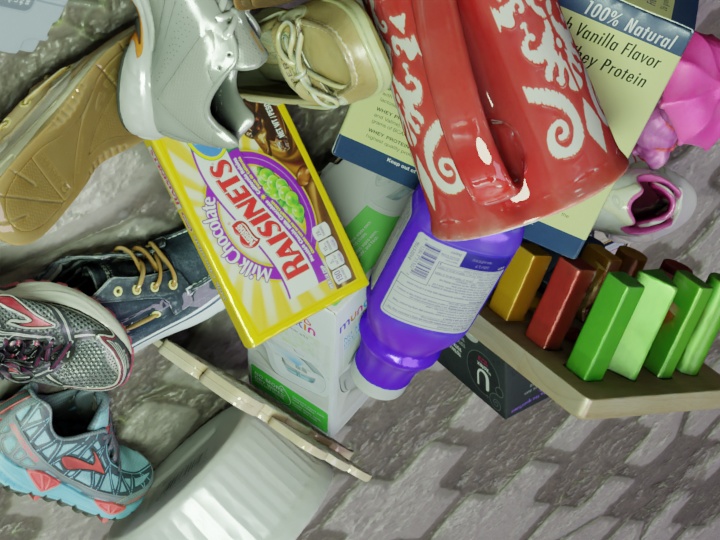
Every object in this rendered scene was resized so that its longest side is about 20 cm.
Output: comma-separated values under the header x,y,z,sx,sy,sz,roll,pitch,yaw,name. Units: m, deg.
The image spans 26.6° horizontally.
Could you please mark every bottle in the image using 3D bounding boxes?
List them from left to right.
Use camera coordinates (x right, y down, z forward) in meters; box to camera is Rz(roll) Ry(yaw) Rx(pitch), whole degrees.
x,y,z,sx,sy,sz,roll,pitch,yaw,name
0.048,0.016,1.110,0.083,0.065,0.200,15,133,-13,bottle

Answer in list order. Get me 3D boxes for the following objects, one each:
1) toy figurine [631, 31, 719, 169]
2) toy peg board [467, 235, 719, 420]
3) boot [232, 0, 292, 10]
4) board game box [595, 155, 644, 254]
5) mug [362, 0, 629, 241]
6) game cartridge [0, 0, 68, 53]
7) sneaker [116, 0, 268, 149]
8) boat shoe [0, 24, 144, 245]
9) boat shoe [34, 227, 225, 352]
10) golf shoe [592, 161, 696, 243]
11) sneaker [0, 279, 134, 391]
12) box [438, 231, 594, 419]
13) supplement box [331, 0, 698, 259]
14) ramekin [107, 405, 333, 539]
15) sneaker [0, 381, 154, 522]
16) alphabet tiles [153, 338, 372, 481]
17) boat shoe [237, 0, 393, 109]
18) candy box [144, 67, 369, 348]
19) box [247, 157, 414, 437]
x,y,z,sx,sy,sz,roll,pitch,yaw,name
0.223,-0.157,1.253,0.150,0.184,0.201,-13,139,-36,toy figurine
0.181,0.017,1.183,0.199,0.199,0.098,2,118,-45,toy peg board
-0.075,-0.236,0.870,0.076,0.156,0.200,-18,173,29,boot
0.211,-0.037,1.513,0.151,0.046,0.201,-18,141,-32,board game box
0.079,-0.134,0.933,0.133,0.177,0.201,-23,102,-10,mug
-0.203,-0.221,0.874,0.133,0.040,0.200,2,128,-52,game cartridge
-0.097,-0.166,0.937,0.076,0.092,0.201,-49,149,-48,sneaker
-0.191,-0.101,0.997,0.200,0.069,0.074,-49,135,-30,boat shoe
-0.164,0.008,1.153,0.200,0.071,0.091,-34,151,-6,boat shoe
0.241,-0.053,1.288,0.199,0.091,0.076,-2,103,-48,golf shoe
-0.250,0.048,1.054,0.199,0.075,0.081,20,117,-30,sneaker
0.137,0.012,1.390,0.106,0.122,0.201,-24,131,-25,box
0.113,-0.155,1.097,0.134,0.199,0.200,-66,179,-54,supplement box
-0.128,0.208,1.329,0.200,0.098,0.201,-42,-170,9,ramekin
-0.225,0.145,1.250,0.096,0.079,0.200,-49,147,10,sneaker
-0.083,0.109,1.252,0.015,0.195,0.200,-57,147,-3,alphabet tiles
-0.044,-0.134,0.978,0.063,0.200,0.073,-32,113,-18,boat shoe
-0.080,-0.056,1.081,0.102,0.201,0.026,-28,-172,-16,candy box
0.000,0.000,1.239,0.200,0.096,0.177,-46,157,-31,box
